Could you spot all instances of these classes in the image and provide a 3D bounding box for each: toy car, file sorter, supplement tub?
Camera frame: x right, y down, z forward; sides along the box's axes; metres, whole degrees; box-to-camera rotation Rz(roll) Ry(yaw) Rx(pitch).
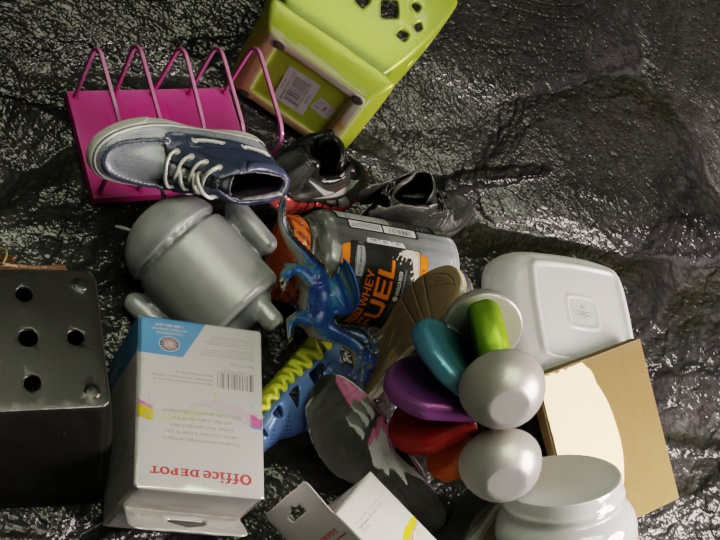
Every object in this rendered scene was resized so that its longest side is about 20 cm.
[{"bbox_3d":[0.097,0.123,1.263,0.149,0.201,0.175,-4,30,-3],"label":"toy car"},{"bbox_3d":[-0.204,-0.170,1.416,0.199,0.125,0.139,-6,67,-30],"label":"file sorter"},{"bbox_3d":[0.215,0.305,1.307,0.145,0.145,0.201,-18,107,-34],"label":"supplement tub"},{"bbox_3d":[0.000,0.000,1.429,0.199,0.123,0.123,8,60,-23],"label":"supplement tub"}]

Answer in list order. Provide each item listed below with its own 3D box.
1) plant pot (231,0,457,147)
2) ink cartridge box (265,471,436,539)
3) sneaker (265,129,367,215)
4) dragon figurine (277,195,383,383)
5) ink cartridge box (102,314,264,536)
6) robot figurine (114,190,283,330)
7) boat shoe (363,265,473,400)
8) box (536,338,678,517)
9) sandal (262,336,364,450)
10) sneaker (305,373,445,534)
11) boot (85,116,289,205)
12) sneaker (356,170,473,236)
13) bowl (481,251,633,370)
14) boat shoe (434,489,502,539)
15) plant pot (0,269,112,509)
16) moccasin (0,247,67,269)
[{"bbox_3d":[-0.035,-0.272,1.524,0.199,0.200,0.182,34,61,-7],"label":"plant pot"},{"bbox_3d":[0.010,0.281,1.279,0.200,0.117,0.067,46,52,2],"label":"ink cartridge box"},{"bbox_3d":[-0.037,-0.114,1.462,0.071,0.098,0.200,56,28,13],"label":"sneaker"},{"bbox_3d":[-0.032,0.020,1.321,0.099,0.059,0.201,-8,87,-3],"label":"dragon figurine"},{"bbox_3d":[-0.175,0.166,1.242,0.128,0.125,0.201,10,59,-22],"label":"ink cartridge box"},{"bbox_3d":[-0.169,0.002,1.346,0.170,0.113,0.200,-42,87,-6],"label":"robot figurine"},{"bbox_3d":[0.066,0.072,1.383,0.065,0.200,0.072,16,37,-31],"label":"boat shoe"},{"bbox_3d":[0.285,0.196,1.480,0.163,0.021,0.201,-16,93,-30],"label":"box"},{"bbox_3d":[-0.061,0.140,1.350,0.087,0.079,0.200,45,54,-3],"label":"sandal"},{"bbox_3d":[0.009,0.193,1.341,0.080,0.086,0.200,-32,103,1],"label":"sneaker"},{"bbox_3d":[-0.174,-0.108,1.306,0.199,0.073,0.090,-4,29,-29],"label":"boot"},{"bbox_3d":[0.072,-0.079,1.521,0.199,0.104,0.060,-11,68,-32],"label":"sneaker"},{"bbox_3d":[0.251,0.066,1.555,0.199,0.075,0.201,8,59,-22],"label":"bowl"},{"bbox_3d":[0.138,0.282,1.378,0.202,0.074,0.065,-45,108,-37],"label":"boat shoe"},{"bbox_3d":[-0.325,0.097,1.172,0.199,0.177,0.200,1,63,-26],"label":"plant pot"},{"bbox_3d":[-0.392,-0.002,1.263,0.200,0.074,0.078,0,71,-16],"label":"moccasin"}]
